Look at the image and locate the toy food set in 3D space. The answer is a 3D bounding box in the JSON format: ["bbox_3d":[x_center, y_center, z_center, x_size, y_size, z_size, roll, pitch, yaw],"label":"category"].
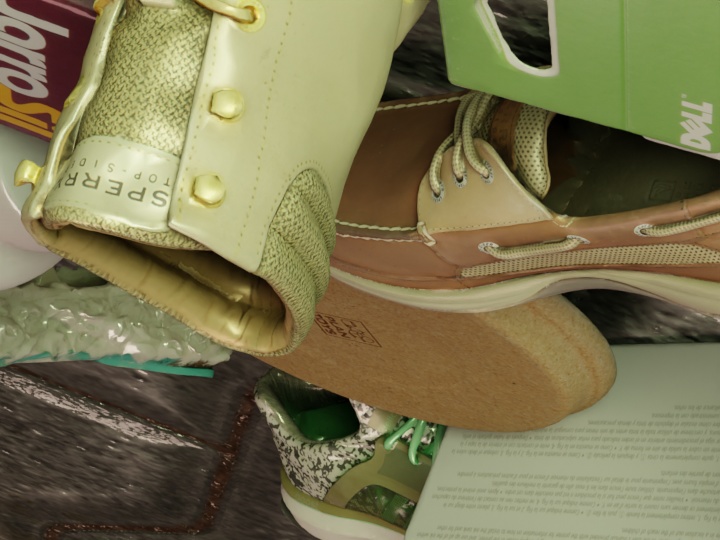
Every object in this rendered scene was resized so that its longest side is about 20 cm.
[{"bbox_3d":[0.000,0.000,0.997,0.197,0.049,0.200,5,156,41],"label":"toy food set"}]

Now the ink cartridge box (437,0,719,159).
[{"bbox_3d":[0.120,-0.064,0.666,0.199,0.060,0.104,17,162,12],"label":"ink cartridge box"}]

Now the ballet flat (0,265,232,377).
[{"bbox_3d":[-0.132,0.006,1.050,0.199,0.072,0.072,3,178,-44],"label":"ballet flat"}]

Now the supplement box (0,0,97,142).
[{"bbox_3d":[-0.124,-0.109,0.767,0.199,0.086,0.110,20,161,2],"label":"supplement box"}]

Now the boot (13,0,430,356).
[{"bbox_3d":[-0.040,-0.083,0.637,0.072,0.156,0.200,11,157,28],"label":"boot"}]

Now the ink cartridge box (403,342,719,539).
[{"bbox_3d":[0.090,0.110,1.006,0.043,0.174,0.200,34,158,-32],"label":"ink cartridge box"}]

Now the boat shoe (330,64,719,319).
[{"bbox_3d":[0.056,-0.033,0.818,0.199,0.076,0.072,1,151,26],"label":"boat shoe"}]

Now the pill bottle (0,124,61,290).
[{"bbox_3d":[-0.154,-0.048,0.929,0.199,0.111,0.111,1,153,45],"label":"pill bottle"}]

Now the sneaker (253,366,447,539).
[{"bbox_3d":[0.029,0.077,1.157,0.199,0.077,0.089,1,141,39],"label":"sneaker"}]
